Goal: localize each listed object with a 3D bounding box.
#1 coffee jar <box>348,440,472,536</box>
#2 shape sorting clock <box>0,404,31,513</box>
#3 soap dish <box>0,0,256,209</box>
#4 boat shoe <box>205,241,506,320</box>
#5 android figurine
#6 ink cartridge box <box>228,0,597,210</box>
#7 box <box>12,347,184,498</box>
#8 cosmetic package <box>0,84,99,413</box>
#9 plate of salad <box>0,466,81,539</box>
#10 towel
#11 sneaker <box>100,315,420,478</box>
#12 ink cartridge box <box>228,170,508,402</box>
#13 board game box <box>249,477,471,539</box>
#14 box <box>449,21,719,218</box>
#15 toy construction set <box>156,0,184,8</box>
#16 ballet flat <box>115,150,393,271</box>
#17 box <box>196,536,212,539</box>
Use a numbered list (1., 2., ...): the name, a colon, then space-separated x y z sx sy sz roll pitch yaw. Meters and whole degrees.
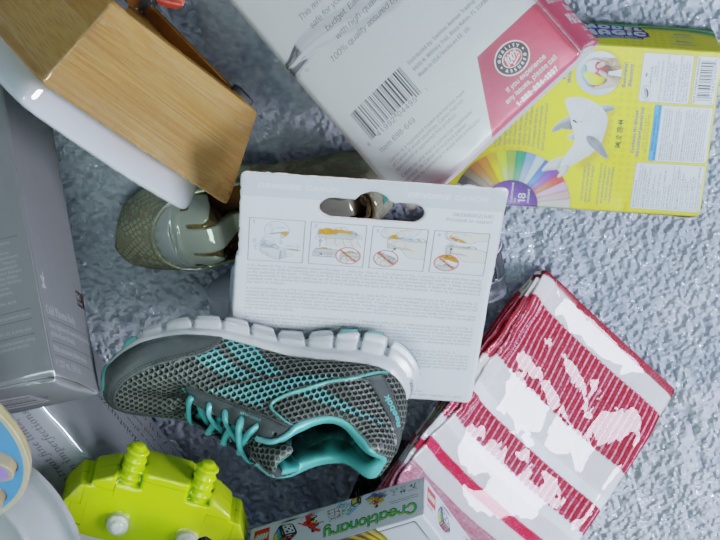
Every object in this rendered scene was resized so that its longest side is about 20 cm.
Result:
1. coffee jar: 0.011 0.226 1.437 0.085 0.105 0.201 18 115 -15
2. shape sorting clock: -0.290 0.098 1.191 0.198 0.039 0.201 9 141 7
3. soap dish: -0.158 -0.132 1.199 0.081 0.157 0.200 -47 148 6
4. boat shoe: -0.001 0.015 1.360 0.198 0.072 0.068 -14 113 -1
5. android figurine: -0.144 0.198 1.320 0.180 0.041 0.201 17 116 -8
6. ink cartridge box: 0.023 -0.161 1.231 0.146 0.085 0.200 -42 88 18
7. box: -0.236 0.163 1.397 0.199 0.131 0.199 -32 112 15
8. cosmetic package: -0.225 -0.018 1.246 0.089 0.107 0.202 -11 81 7
9. plate of salad: -0.248 0.208 1.283 0.198 0.048 0.202 -3 82 24
10. towel: 0.113 0.118 1.369 0.144 0.023 0.201 41 75 -19
11. sneaker: -0.063 0.083 1.253 0.198 0.092 0.078 1 140 4
12. ink cartridge box: 0.000 0.000 1.261 0.160 0.050 0.201 4 136 -3
13. board game box: 0.030 0.220 1.326 0.125 0.035 0.200 -19 130 21
14. box: 0.124 -0.099 1.313 0.198 0.048 0.118 3 116 -3
15. toy construction set: -0.083 -0.252 1.169 0.130 0.092 0.202 4 84 19
16. ballet flat: -0.075 -0.037 1.327 0.198 0.062 0.068 -14 110 14
17. box: -0.107 0.277 1.310 0.157 0.051 0.200 37 115 -26
